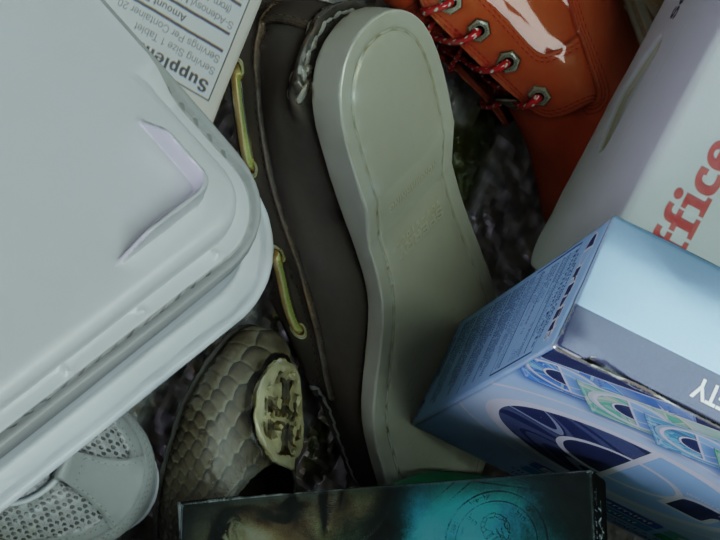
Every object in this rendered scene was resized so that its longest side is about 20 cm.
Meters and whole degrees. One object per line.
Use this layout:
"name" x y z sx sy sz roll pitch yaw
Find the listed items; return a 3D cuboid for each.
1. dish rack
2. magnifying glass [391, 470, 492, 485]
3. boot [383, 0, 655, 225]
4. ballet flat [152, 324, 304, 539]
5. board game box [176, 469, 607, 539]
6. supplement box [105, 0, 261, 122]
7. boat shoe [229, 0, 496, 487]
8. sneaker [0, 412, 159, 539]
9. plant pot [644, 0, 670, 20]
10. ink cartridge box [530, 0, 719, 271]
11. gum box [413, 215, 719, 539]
"dish rack" -0.131 -0.018 0.657 0.200 0.044 0.172 -39 82 -28
"magnifying glass" 0.052 0.092 0.931 0.199 0.022 0.080 -18 134 -38
"boot" 0.055 -0.078 0.922 0.107 0.075 0.201 -12 89 -29
"ballet flat" -0.044 0.119 0.863 0.067 0.046 0.201 19 82 -58
"board game box" 0.012 0.165 0.787 0.028 0.135 0.201 41 45 -70
"supplement box" -0.077 -0.119 0.801 0.073 0.126 0.201 28 77 -31
"boat shoe" 0.000 0.000 0.886 0.072 0.059 0.201 -41 132 -38
"sneaker" -0.143 0.047 0.788 0.199 0.082 0.075 20 81 -31
"plant pot" 0.139 -0.163 0.948 0.200 0.027 0.201 23 61 -49
"ink cartridge box" 0.178 -0.012 0.861 0.199 0.083 0.147 27 94 -8
"gum box" 0.117 0.055 0.791 0.169 0.200 0.045 27 78 -4
